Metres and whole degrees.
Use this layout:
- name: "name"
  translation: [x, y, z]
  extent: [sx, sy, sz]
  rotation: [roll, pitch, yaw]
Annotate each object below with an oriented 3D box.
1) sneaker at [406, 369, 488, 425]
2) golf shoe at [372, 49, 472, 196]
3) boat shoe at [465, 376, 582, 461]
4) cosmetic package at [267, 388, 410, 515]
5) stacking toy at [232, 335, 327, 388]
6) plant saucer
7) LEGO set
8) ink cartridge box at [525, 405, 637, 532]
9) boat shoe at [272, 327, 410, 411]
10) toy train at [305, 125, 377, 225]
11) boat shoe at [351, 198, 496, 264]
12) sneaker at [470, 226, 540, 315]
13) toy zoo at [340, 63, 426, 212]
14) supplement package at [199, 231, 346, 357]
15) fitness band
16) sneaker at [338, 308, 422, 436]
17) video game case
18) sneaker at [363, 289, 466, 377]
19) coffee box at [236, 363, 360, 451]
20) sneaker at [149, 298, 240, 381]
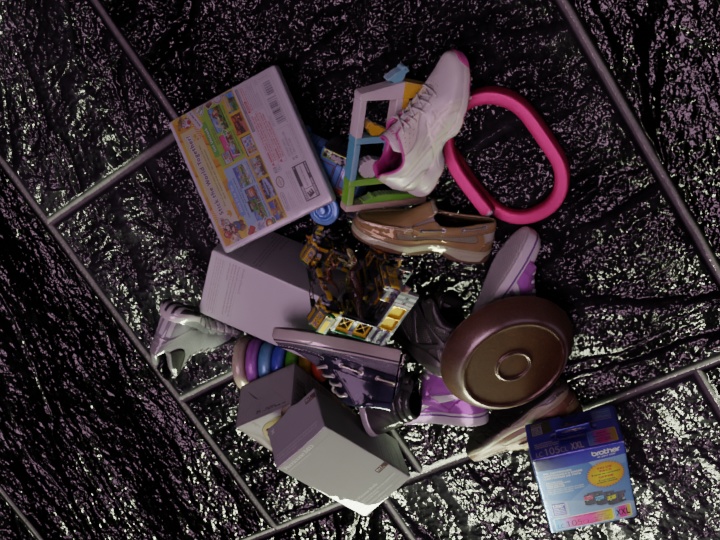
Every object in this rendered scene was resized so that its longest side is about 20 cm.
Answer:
- name: "sneaker"
  translation: [0.096, 0.172, 1.537]
  extent: [0.198, 0.073, 0.116]
  rotation: [-3, 102, 20]
- name: "golf shoe"
  translation: [0.080, -0.191, 1.304]
  extent: [0.091, 0.075, 0.202]
  rotation: [6, 115, -30]
- name: "boat shoe"
  translation: [0.246, 0.239, 1.514]
  extent: [0.074, 0.076, 0.199]
  rotation: [44, 122, -13]
- name: "cosmetic package"
  translation: [-0.032, 0.273, 1.504]
  extent: [0.107, 0.091, 0.199]
  rotation: [-44, 129, 16]
- name: "stacking toy"
  translation: [-0.099, 0.146, 1.592]
  extent: [0.197, 0.086, 0.086]
  rotation: [-1, 116, 15]
- name: "plant saucer"
  translation: [0.211, 0.126, 1.414]
  extent: [0.198, 0.035, 0.202]
  rotation: [-8, 128, -11]
- name: "LEGO set"
  translation: [0.000, 0.000, 1.392]
  extent: [0.152, 0.201, 0.116]
  rotation: [23, 124, -17]
- name: "ink cartridge box"
  translation: [0.319, 0.280, 1.464]
  extent: [0.135, 0.077, 0.201]
  rotation: [-14, 125, 9]
- name: "boat shoe"
  translation: [-0.033, 0.139, 1.417]
  extent: [0.197, 0.075, 0.094]
  rotation: [11, 90, 2]
- name: "toy train"
  translation: [-0.077, -0.147, 1.428]
  extent: [0.198, 0.087, 0.115]
  rotation: [26, 113, 8]
- name: "boat shoe"
  translation: [0.088, -0.066, 1.372]
  extent: [0.197, 0.072, 0.077]
  rotation: [7, 127, -10]
- name: "sneaker"
  translation: [0.233, 0.037, 1.428]
  extent: [0.113, 0.073, 0.202]
  rotation: [17, 118, -11]
- name: "toy zoo"
  translation: [0.044, -0.178, 1.351]
  extent: [0.020, 0.130, 0.202]
  rotation: [47, 137, 48]
- name: "supplement package"
  translation: [-0.122, 0.029, 1.513]
  extent: [0.198, 0.117, 0.118]
  rotation: [23, 122, 8]
- name: "fitness band"
  translation: [0.193, -0.151, 1.352]
  extent: [0.143, 0.037, 0.201]
  rotation: [-31, 104, 30]
- name: "sneaker"
  translation: [0.035, 0.139, 1.485]
  extent: [0.098, 0.071, 0.202]
  rotation: [-15, 93, 25]
- name: "video game case"
  translation: [-0.151, -0.152, 1.395]
  extent: [0.181, 0.023, 0.202]
  rotation: [-24, 91, 19]
- name: "sneaker"
  translation: [0.079, 0.055, 1.462]
  extent: [0.199, 0.076, 0.115]
  rotation: [37, 119, 29]
- name: "coffee box"
  translation: [-0.087, 0.244, 1.588]
  extent: [0.112, 0.080, 0.200]
  rotation: [-24, 132, 27]
- name: "sneaker"
  translation: [-0.267, 0.116, 1.557]
  extent: [0.074, 0.200, 0.117]
  rotation: [24, 88, 26]
